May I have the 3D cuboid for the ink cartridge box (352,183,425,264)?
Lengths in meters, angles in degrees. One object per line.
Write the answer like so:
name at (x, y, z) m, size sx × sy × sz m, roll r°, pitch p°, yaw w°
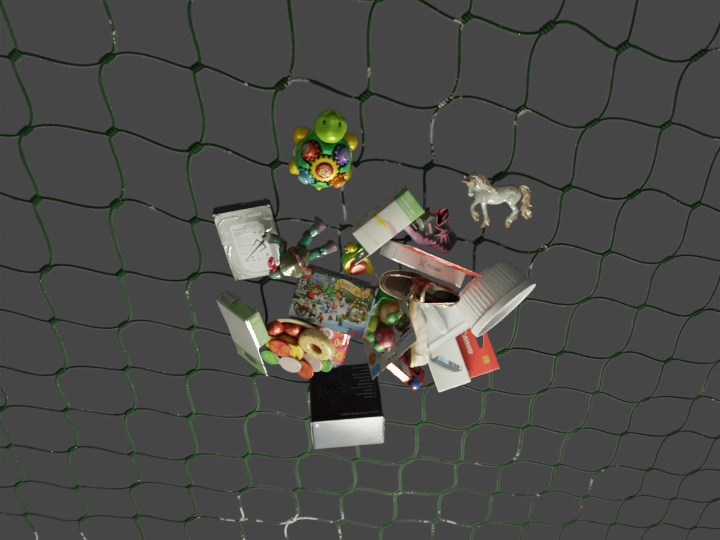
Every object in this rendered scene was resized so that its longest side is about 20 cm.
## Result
ink cartridge box at (0.046, -0.107, 1.538) m, size 0.200 × 0.117 × 0.067 m, roll -38°, pitch 101°, yaw 8°

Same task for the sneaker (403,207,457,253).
sneaker at (0.186, -0.102, 1.575) m, size 0.096 × 0.079 × 0.200 m, roll -52°, pitch 152°, yaw 18°

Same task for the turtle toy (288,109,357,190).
turtle toy at (-0.077, -0.258, 1.447) m, size 0.145 × 0.101 × 0.201 m, roll 5°, pitch 127°, yaw -10°

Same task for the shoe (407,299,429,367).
shoe at (0.148, 0.148, 1.725) m, size 0.053 × 0.070 × 0.201 m, roll -2°, pitch 98°, yaw -3°

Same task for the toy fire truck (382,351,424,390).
toy fire truck at (0.108, 0.238, 1.804) m, size 0.112 × 0.168 × 0.200 m, roll -33°, pitch 124°, yaw 18°

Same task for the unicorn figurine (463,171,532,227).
unicorn figurine at (0.310, -0.170, 1.584) m, size 0.199 × 0.074 × 0.138 m, roll -9°, pitch 120°, yaw -17°

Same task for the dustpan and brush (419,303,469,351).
dustpan and brush at (0.182, 0.100, 1.757) m, size 0.139 × 0.057 × 0.201 m, roll -35°, pitch 86°, yaw 10°

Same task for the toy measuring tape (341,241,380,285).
toy measuring tape at (0.000, 0.000, 1.680) m, size 0.073 × 0.074 × 0.200 m, roll -20°, pitch 137°, yaw 9°

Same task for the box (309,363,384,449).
box at (-0.041, 0.377, 1.876) m, size 0.199 × 0.197 × 0.124 m, roll -4°, pitch 128°, yaw -2°

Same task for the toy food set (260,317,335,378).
toy food set at (-0.162, 0.199, 1.719) m, size 0.199 × 0.049 × 0.199 m, roll 20°, pitch 136°, yaw 4°

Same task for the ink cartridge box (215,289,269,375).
ink cartridge box at (-0.290, 0.161, 1.721) m, size 0.048 × 0.145 × 0.201 m, roll -37°, pitch 133°, yaw -25°

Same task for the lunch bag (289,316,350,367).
lunch bag at (-0.116, 0.163, 1.784) m, size 0.175 × 0.082 × 0.201 m, roll 10°, pitch 127°, yaw -7°

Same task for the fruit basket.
fruit basket at (0.056, 0.140, 1.676) m, size 0.093 × 0.201 × 0.185 m, roll 21°, pitch 131°, yaw -30°

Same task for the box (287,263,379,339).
box at (-0.067, 0.075, 1.663) m, size 0.199 × 0.038 × 0.137 m, roll 17°, pitch 99°, yaw 9°

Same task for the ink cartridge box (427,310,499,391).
ink cartridge box at (0.259, 0.202, 1.800) m, size 0.175 × 0.045 × 0.201 m, roll -21°, pitch 88°, yaw 9°

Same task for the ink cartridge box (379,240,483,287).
ink cartridge box at (0.166, -0.013, 1.609) m, size 0.199 × 0.176 × 0.045 m, roll 22°, pitch 91°, yaw -21°

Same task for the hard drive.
hard drive at (-0.261, -0.072, 1.611) m, size 0.139 × 0.038 × 0.201 m, roll -10°, pitch 127°, yaw 1°

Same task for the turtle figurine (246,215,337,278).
turtle figurine at (-0.158, -0.034, 1.585) m, size 0.199 × 0.101 × 0.150 m, roll -33°, pitch 131°, yaw -12°

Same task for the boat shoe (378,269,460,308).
boat shoe at (0.144, 0.046, 1.609) m, size 0.199 × 0.072 × 0.073 m, roll 18°, pitch 88°, yaw -7°

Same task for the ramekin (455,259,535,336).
ramekin at (0.332, 0.063, 1.686) m, size 0.200 × 0.105 × 0.200 m, roll -37°, pitch 163°, yaw -13°
